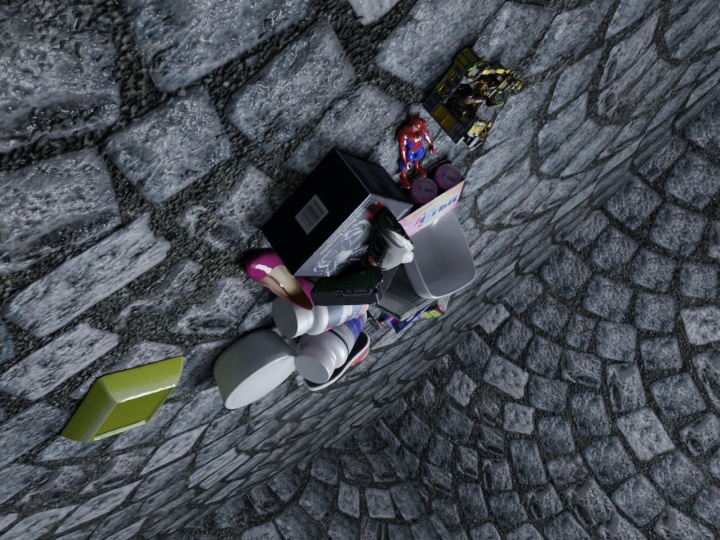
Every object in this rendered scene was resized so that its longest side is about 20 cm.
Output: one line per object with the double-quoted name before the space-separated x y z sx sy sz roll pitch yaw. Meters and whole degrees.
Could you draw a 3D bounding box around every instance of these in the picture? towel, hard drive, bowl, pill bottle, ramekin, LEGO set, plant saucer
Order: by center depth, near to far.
"LEGO set" 0.209 -0.282 1.112 0.154 0.116 0.199 -45 161 20
"hard drive" 0.000 0.000 1.270 0.138 0.038 0.201 -4 -151 23
"plant saucer" -0.458 0.264 1.277 0.200 0.048 0.199 -49 159 29
"pill bottle" -0.086 0.070 1.397 0.199 0.120 0.120 -21 156 -39
"ramekin" -0.246 0.220 1.492 0.201 0.095 0.203 -33 160 -13
"pill bottle" -0.073 0.156 1.504 0.201 0.119 0.120 -59 -179 -42
"bowl" 0.169 -0.038 1.526 0.198 0.202 0.074 -21 178 -41
"towel" 0.083 0.039 1.549 0.191 0.199 0.035 -25 129 -41

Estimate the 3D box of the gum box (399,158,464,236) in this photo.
"gum box" 0.125 -0.142 1.366 0.199 0.066 0.114 -32 162 -16

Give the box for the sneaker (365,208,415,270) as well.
"sneaker" 0.047 -0.042 1.128 0.079 0.074 0.200 -32 162 -2

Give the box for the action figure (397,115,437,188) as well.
"action figure" 0.099 -0.219 1.175 0.065 0.052 0.200 -31 158 -7

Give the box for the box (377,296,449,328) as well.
"box" 0.139 0.081 1.655 0.199 0.035 0.111 -17 -139 43

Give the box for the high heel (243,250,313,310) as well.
"high heel" -0.145 0.023 1.210 0.067 0.097 0.200 -41 161 12

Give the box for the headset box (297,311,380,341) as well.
"headset box" -0.061 0.163 1.700 0.199 0.093 0.174 -38 162 0

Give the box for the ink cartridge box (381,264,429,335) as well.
"ink cartridge box" 0.101 0.064 1.651 0.119 0.201 0.042 -42 121 12

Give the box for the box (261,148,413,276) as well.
"box" -0.036 -0.092 1.131 0.200 0.105 0.181 -44 162 20

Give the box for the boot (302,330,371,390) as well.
"boot" -0.054 0.239 1.642 0.199 0.073 0.145 -38 163 -8
